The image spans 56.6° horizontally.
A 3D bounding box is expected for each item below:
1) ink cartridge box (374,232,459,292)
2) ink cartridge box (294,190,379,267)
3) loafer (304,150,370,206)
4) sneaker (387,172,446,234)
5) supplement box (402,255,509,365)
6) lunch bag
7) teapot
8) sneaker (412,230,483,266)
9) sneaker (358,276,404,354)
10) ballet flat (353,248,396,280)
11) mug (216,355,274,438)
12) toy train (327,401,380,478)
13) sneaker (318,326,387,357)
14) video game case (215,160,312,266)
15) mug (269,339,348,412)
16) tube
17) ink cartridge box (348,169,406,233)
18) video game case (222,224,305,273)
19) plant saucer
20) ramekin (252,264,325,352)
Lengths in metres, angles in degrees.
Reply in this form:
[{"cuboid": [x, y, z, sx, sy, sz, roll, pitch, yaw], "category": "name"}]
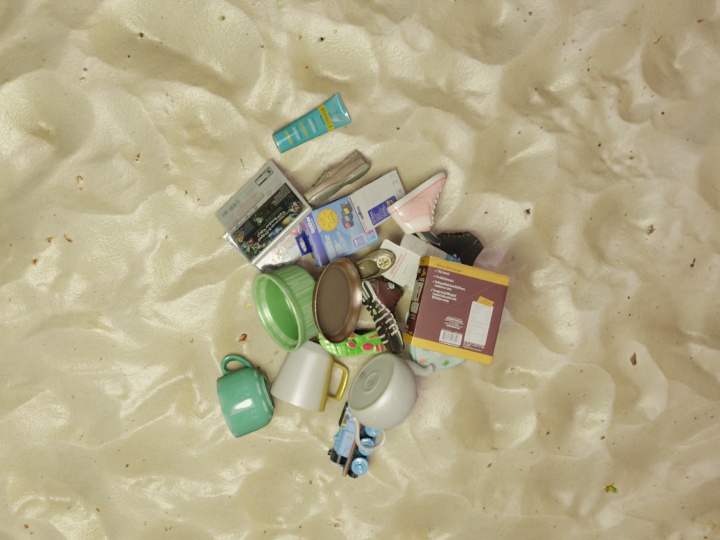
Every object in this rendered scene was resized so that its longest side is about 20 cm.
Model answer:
[{"cuboid": [0.136, -0.015, 1.681, 0.197, 0.067, 0.117, 28, 134, -1], "category": "ink cartridge box"}, {"cuboid": [-0.069, -0.097, 1.662, 0.196, 0.076, 0.140, -24, 97, -12], "category": "ink cartridge box"}, {"cuboid": [-0.066, -0.229, 1.656, 0.198, 0.072, 0.064, -33, 83, -25], "category": "loafer"}, {"cuboid": [0.160, -0.160, 1.669, 0.199, 0.075, 0.106, -36, 93, -31], "category": "sneaker"}, {"cuboid": [0.218, 0.089, 1.553, 0.192, 0.133, 0.206, 13, 89, -4], "category": "supplement box"}, {"cuboid": [0.191, 0.164, 1.701, 0.156, 0.078, 0.204, -10, 128, -2], "category": "lunch bag"}, {"cuboid": [0.070, 0.319, 1.656, 0.198, 0.200, 0.146, -32, 119, 32], "category": "teapot"}, {"cuboid": [0.218, -0.080, 1.723, 0.199, 0.075, 0.107, 39, 81, -11], "category": "sneaker"}, {"cuboid": [0.083, 0.101, 1.695, 0.114, 0.075, 0.204, -23, 83, -40], "category": "sneaker"}, {"cuboid": [0.000, 0.000, 1.668, 0.196, 0.047, 0.068, -18, 115, 27], "category": "ballet flat"}, {"cuboid": [-0.284, 0.307, 1.664, 0.112, 0.152, 0.190, -19, 99, -2], "category": "mug"}, {"cuboid": [-0.014, 0.438, 1.748, 0.112, 0.087, 0.205, 19, 95, 1], "category": "toy train"}, {"cuboid": [-0.022, 0.185, 1.694, 0.195, 0.083, 0.079, 9, 75, -29], "category": "sneaker"}, {"cuboid": [-0.238, -0.141, 1.632, 0.199, 0.023, 0.182, -43, 64, 2], "category": "video game case"}, {"cuboid": [-0.129, 0.259, 1.703, 0.146, 0.186, 0.157, 17, 85, 24], "category": "mug"}, {"cuboid": [-0.124, -0.358, 1.662, 0.197, 0.050, 0.079, -30, 107, -7], "category": "tube"}, {"cuboid": [0.038, -0.167, 1.644, 0.199, 0.039, 0.102, -33, 104, -44], "category": "ink cartridge box"}, {"cuboid": [-0.218, -0.098, 1.690, 0.182, 0.023, 0.201, 42, 91, -9], "category": "video game case"}, {"cuboid": [-0.060, 0.072, 1.595, 0.031, 0.199, 0.207, 2, 98, 32], "category": "plant saucer"}, {"cuboid": [-0.169, 0.085, 1.629, 0.096, 0.198, 0.205, -26, 100, -33], "category": "ramekin"}]
